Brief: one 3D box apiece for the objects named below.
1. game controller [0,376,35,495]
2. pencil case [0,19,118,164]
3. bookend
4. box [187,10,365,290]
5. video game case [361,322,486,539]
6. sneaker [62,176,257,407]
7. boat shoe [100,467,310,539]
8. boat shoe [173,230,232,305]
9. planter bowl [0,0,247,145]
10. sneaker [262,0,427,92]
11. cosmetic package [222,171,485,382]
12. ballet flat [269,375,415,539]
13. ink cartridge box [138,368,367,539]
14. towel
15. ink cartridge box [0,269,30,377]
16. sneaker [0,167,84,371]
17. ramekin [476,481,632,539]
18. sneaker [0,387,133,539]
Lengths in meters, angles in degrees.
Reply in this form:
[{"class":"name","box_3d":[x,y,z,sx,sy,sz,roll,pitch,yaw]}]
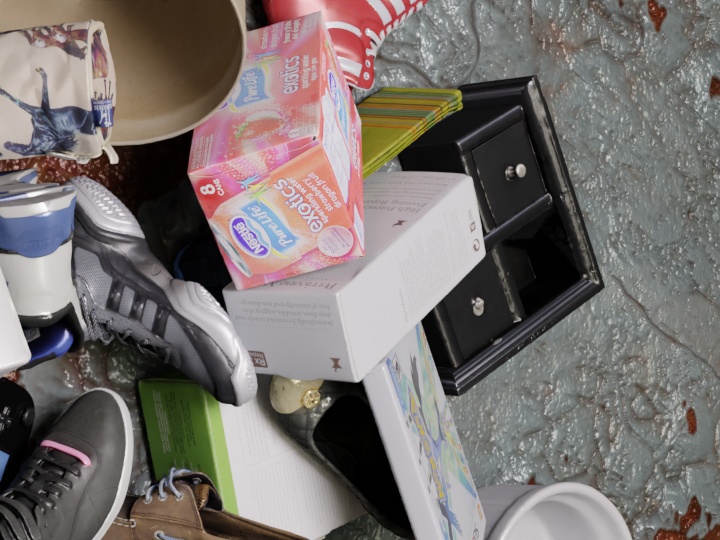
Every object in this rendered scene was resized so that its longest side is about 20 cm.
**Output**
[{"class":"game controller","box_3d":[-0.267,0.164,1.041,0.104,0.042,0.201,70,36,-73]},{"class":"pencil case","box_3d":[-0.251,-0.099,0.993,0.199,0.078,0.090,-8,87,-4]},{"class":"bookend","box_3d":[0.085,-0.031,1.335,0.199,0.092,0.201,-32,110,-36]},{"class":"box","box_3d":[-0.056,-0.089,1.131,0.200,0.094,0.103,-92,164,-56]},{"class":"video game case","box_3d":[0.051,0.136,1.198,0.182,0.022,0.201,-60,133,-74]},{"class":"sneaker","box_3d":[-0.169,0.039,1.098,0.114,0.076,0.200,-40,83,-21]},{"class":"boat shoe","box_3d":[-0.125,0.176,1.111,0.199,0.072,0.073,22,102,0]},{"class":"boat shoe","box_3d":[-0.050,-0.023,1.231,0.200,0.069,0.084,-41,116,-36]},{"class":"planter bowl","box_3d":[-0.168,-0.200,1.065,0.200,0.200,0.135,40,38,-34]},{"class":"sneaker","box_3d":[0.011,-0.197,1.282,0.200,0.071,0.113,-14,96,-33]},{"class":"cosmetic package","box_3d":[0.000,0.000,1.156,0.200,0.101,0.074,-41,125,-50]},{"class":"ballet flat","box_3d":[0.002,0.129,1.181,0.066,0.057,0.200,-43,126,-2]},{"class":"ink cartridge box","box_3d":[-0.058,0.130,1.225,0.200,0.076,0.148,-17,101,-45]},{"class":"towel","box_3d":[-0.007,-0.093,1.244,0.200,0.086,0.018,-41,125,-41]},{"class":"ink cartridge box","box_3d":[-0.306,0.035,0.937,0.128,0.200,0.126,-16,84,-40]},{"class":"sneaker","box_3d":[-0.224,0.000,1.002,0.080,0.199,0.116,-8,102,-22]},{"class":"ramekin","box_3d":[0.141,0.279,1.384,0.200,0.098,0.201,-1,92,-41]},{"class":"sneaker","box_3d":[-0.211,0.151,1.033,0.099,0.071,0.200,77,35,-60]}]
